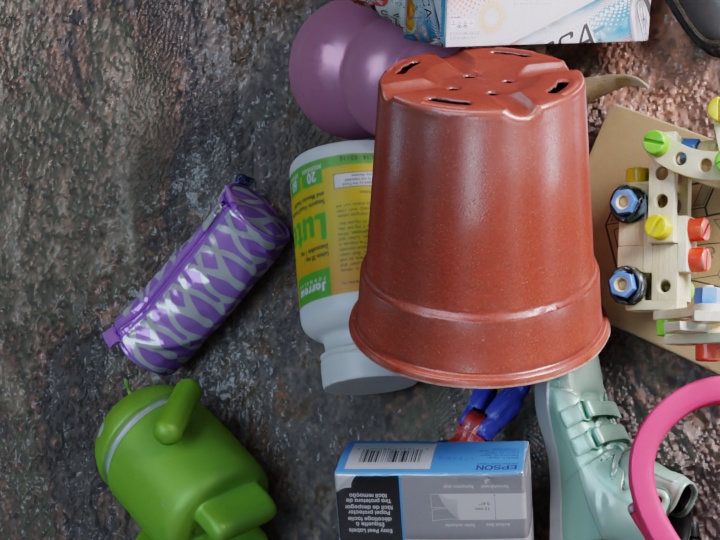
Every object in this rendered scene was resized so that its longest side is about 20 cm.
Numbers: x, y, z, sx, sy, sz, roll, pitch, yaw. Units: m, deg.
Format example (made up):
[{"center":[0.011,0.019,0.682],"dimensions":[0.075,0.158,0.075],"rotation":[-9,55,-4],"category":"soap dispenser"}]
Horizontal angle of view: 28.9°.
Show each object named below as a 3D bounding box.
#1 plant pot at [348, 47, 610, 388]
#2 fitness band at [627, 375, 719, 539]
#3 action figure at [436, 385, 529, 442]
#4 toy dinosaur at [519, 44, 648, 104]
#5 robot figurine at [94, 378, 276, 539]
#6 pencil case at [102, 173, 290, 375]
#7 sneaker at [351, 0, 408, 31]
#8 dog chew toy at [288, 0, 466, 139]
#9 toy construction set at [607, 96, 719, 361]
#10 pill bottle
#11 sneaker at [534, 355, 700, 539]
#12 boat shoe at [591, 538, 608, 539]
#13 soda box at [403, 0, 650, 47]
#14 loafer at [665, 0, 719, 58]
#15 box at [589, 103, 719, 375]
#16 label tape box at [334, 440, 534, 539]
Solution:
[{"center":[0.087,-0.049,1.025],"dimensions":[0.199,0.200,0.197],"rotation":[18,121,36],"category":"plant pot"},{"center":[0.273,0.171,0.972],"dimensions":[0.143,0.037,0.201],"rotation":[-33,78,-5],"category":"fitness band"},{"center":[0.109,0.130,1.133],"dimensions":[0.065,0.099,0.201],"rotation":[26,73,39],"category":"action figure"},{"center":[0.154,-0.146,1.167],"dimensions":[0.199,0.058,0.102],"rotation":[-27,80,37],"category":"toy dinosaur"},{"center":[-0.163,0.185,1.273],"dimensions":[0.200,0.115,0.177],"rotation":[41,134,33],"category":"robot figurine"},{"center":[-0.152,0.008,1.322],"dimensions":[0.200,0.085,0.084],"rotation":[-50,55,17],"category":"pencil case"},{"center":[0.068,-0.242,1.164],"dimensions":[0.108,0.201,0.068],"rotation":[37,124,26],"category":"sneaker"},{"center":[0.027,-0.166,1.193],"dimensions":[0.199,0.124,0.126],"rotation":[23,94,50],"category":"dog chew toy"},{"center":[0.246,-0.026,1.023],"dimensions":[0.130,0.092,0.202],"rotation":[-2,68,34],"category":"toy construction set"},{"center":[0.000,0.000,1.199],"dimensions":[0.110,0.111,0.202],"rotation":[-15,72,32],"category":"pill bottle"},{"center":[0.199,0.131,1.052],"dimensions":[0.117,0.073,0.203],"rotation":[-8,85,40],"category":"sneaker"},{"center":[0.218,0.266,0.966],"dimensions":[0.201,0.071,0.076],"rotation":[57,134,19],"category":"boat shoe"},{"center":[0.132,-0.212,1.087],"dimensions":[0.063,0.198,0.069],"rotation":[26,119,57],"category":"soda box"},{"center":[0.253,-0.261,1.099],"dimensions":[0.072,0.072,0.202],"rotation":[-29,66,26],"category":"loafer"},{"center":[0.248,-0.022,1.084],"dimensions":[0.199,0.021,0.165],"rotation":[27,96,36],"category":"box"},{"center":[0.061,0.233,1.062],"dimensions":[0.142,0.066,0.202],"rotation":[-2,104,10],"category":"label tape box"}]
